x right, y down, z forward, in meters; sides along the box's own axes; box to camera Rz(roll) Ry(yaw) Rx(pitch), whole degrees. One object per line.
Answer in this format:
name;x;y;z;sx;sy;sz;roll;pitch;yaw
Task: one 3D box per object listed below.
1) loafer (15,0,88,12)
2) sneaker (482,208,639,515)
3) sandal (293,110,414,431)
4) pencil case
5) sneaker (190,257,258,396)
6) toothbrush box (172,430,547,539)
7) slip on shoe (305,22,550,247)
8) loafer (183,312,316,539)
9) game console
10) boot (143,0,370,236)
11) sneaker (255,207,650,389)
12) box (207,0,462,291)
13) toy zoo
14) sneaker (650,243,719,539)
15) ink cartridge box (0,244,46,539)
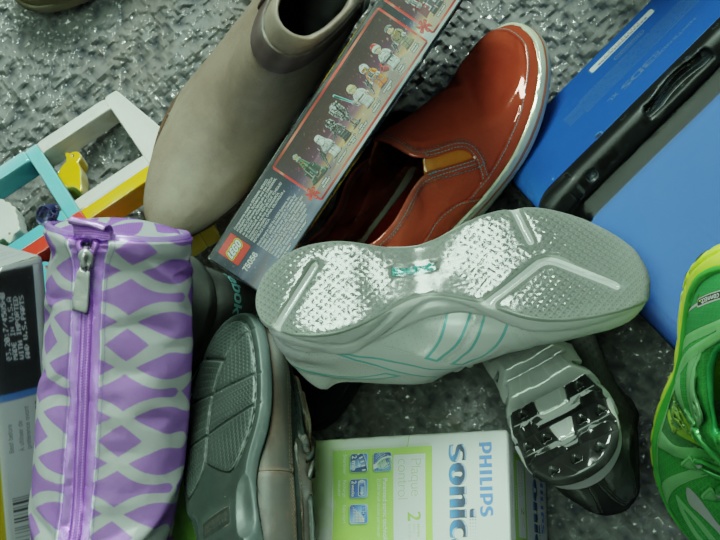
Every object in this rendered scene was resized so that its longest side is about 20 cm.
loafer;-0.157;-0.246;1.124;0.200;0.067;0.076;-40;68;8
sneaker;0.106;0.055;0.963;0.066;0.091;0.200;-27;45;12
sandal;0.000;0.001;1.026;0.076;0.043;0.200;22;87;24
pencil case;-0.132;0.067;0.922;0.084;0.085;0.200;2;94;6
sneaker;-0.129;0.073;1.035;0.200;0.079;0.075;-44;55;29
toothbrush box;-0.002;0.169;0.969;0.200;0.086;0.146;-4;77;18
slip on shoe;0.039;-0.062;0.974;0.074;0.061;0.200;21;70;48
loafer;-0.052;0.122;0.927;0.072;0.063;0.200;-29;50;41
game console;0.197;-0.073;0.952;0.200;0.171;0.118;-44;109;7
boot;-0.054;-0.115;1.001;0.070;0.146;0.200;31;72;-8
sneaker;0.050;0.019;0.914;0.200;0.080;0.071;-5;55;7
box;-0.007;-0.089;0.972;0.040;0.137;0.200;34;102;-3
toy zoo;-0.175;-0.029;1.080;0.200;0.020;0.131;-34;58;-5
sneaker;0.185;0.079;0.870;0.074;0.200;0.084;-4;38;4
ink cartridge box;-0.243;0.074;1.018;0.200;0.047;0.198;12;112;46
